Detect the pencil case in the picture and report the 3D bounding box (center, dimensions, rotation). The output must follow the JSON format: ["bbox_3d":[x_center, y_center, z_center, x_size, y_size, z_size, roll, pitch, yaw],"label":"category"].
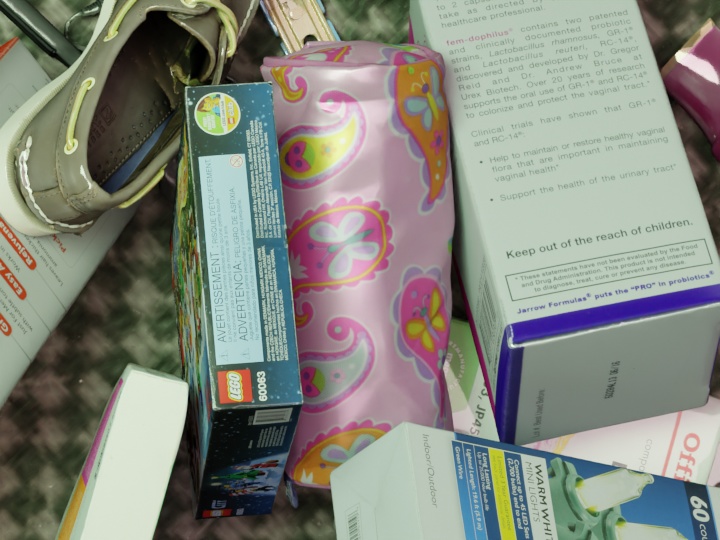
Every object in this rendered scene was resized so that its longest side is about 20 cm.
[{"bbox_3d":[0.000,0.000,1.211,0.087,0.087,0.201,-4,100,-6],"label":"pencil case"}]

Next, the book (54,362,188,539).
[{"bbox_3d":[-0.109,0.107,1.217,0.048,0.200,0.134,16,88,-5],"label":"book"}]

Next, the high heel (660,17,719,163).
[{"bbox_3d":[0.239,-0.125,1.316,0.200,0.067,0.096,-45,84,1],"label":"high heel"}]

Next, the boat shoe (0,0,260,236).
[{"bbox_3d":[-0.088,-0.093,1.221,0.072,0.059,0.200,56,50,-26],"label":"boat shoe"}]

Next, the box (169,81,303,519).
[{"bbox_3d":[-0.056,0.019,1.190,0.038,0.200,0.137,-4,73,-7],"label":"box"}]

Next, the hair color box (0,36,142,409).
[{"bbox_3d":[-0.173,-0.012,1.206,0.061,0.200,0.102,-30,106,26],"label":"hair color box"}]

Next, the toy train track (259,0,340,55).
[{"bbox_3d":[-0.039,-0.142,1.311,0.115,0.033,0.200,-27,93,-5],"label":"toy train track"}]

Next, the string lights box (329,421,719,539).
[{"bbox_3d":[0.088,0.136,1.178,0.200,0.059,0.103,13,55,-34],"label":"string lights box"}]

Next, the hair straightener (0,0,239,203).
[{"bbox_3d":[-0.121,-0.100,1.296,0.200,0.041,0.077,34,86,0],"label":"hair straightener"}]

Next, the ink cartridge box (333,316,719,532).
[{"bbox_3d":[0.099,0.098,1.304,0.200,0.067,0.117,16,88,-5],"label":"ink cartridge box"}]

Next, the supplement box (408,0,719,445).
[{"bbox_3d":[0.089,-0.037,1.248,0.103,0.101,0.200,-12,61,-6],"label":"supplement box"}]
